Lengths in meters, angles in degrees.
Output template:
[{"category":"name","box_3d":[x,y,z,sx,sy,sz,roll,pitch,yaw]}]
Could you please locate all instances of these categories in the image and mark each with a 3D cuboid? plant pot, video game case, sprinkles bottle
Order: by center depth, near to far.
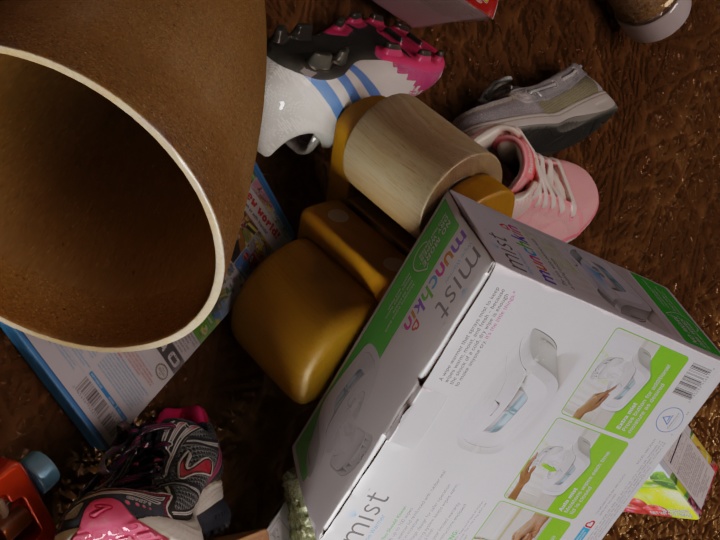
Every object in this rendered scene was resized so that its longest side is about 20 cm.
[{"category":"plant pot","box_3d":[-0.126,-0.093,0.634,0.187,0.185,0.201,61,33,-34]},{"category":"video game case","box_3d":[-0.131,-0.011,0.741,0.200,0.018,0.144,-50,129,-31]},{"category":"sprinkles bottle","box_3d":[0.224,-0.287,1.060,0.200,0.068,0.069,42,65,-42]}]

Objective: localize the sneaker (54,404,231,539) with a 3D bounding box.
[{"category":"sneaker","box_3d":[-0.124,0.122,0.683,0.200,0.080,0.075,43,43,-87]}]

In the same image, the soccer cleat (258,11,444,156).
[{"category":"soccer cleat","box_3d":[-0.015,-0.125,0.828,0.200,0.070,0.087,-19,141,-55]}]

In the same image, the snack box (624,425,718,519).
[{"category":"snack box","box_3d":[0.148,0.121,0.917,0.142,0.199,0.053,50,56,-27]}]

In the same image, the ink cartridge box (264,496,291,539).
[{"category":"ink cartridge box","box_3d":[-0.091,0.248,0.799,0.200,0.050,0.109,-54,131,-30]}]

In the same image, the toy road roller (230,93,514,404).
[{"category":"toy road roller","box_3d":[0.000,0.000,0.778,0.145,0.123,0.201,-22,138,-35]}]

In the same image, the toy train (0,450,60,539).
[{"category":"toy train","box_3d":[-0.227,0.196,0.639,0.200,0.055,0.151,-49,127,-36]}]

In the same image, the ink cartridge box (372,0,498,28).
[{"category":"ink cartridge box","box_3d":[0.021,-0.288,0.809,0.199,0.084,0.177,23,78,-42]}]

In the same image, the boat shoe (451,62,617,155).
[{"category":"boat shoe","box_3d":[0.135,-0.130,0.990,0.201,0.074,0.065,-21,74,-42]}]

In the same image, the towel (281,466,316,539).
[{"category":"towel","box_3d":[0.045,0.178,0.827,0.199,0.036,0.149,-10,102,-22]}]

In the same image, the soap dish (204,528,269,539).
[{"category":"soap dish","box_3d":[-0.130,0.239,0.653,0.199,0.081,0.159,-10,101,-50]}]

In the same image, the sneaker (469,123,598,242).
[{"category":"sneaker","box_3d":[0.126,-0.062,0.921,0.199,0.105,0.076,-8,70,-32]}]

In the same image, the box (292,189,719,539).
[{"category":"box","box_3d":[0.084,0.084,0.722,0.176,0.097,0.201,21,112,-23]}]
